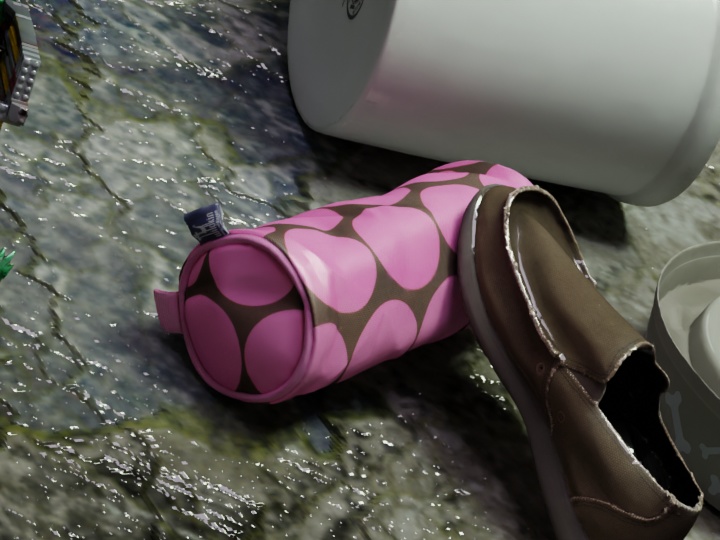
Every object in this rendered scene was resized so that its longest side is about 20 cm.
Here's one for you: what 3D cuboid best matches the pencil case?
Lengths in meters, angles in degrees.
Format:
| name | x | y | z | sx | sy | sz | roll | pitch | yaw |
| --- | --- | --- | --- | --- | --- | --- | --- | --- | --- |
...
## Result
| name | x | y | z | sx | sy | sz | roll | pitch | yaw |
| --- | --- | --- | --- | --- | --- | --- | --- | --- | --- |
| pencil case | 0.000 | 0.000 | 1.270 | 0.093 | 0.091 | 0.199 | -7 | 5 | 40 |

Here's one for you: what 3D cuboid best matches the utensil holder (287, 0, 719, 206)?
| name | x | y | z | sx | sy | sz | roll | pitch | yaw |
| --- | --- | --- | --- | --- | --- | --- | --- | --- | --- |
| utensil holder | 0.081 | -0.133 | 1.445 | 0.199 | 0.171 | 0.170 | 9 | 35 | -23 |

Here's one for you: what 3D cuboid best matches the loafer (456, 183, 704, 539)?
| name | x | y | z | sx | sy | sz | roll | pitch | yaw |
| --- | --- | --- | --- | --- | --- | --- | --- | --- | --- |
| loafer | 0.108 | 0.043 | 1.232 | 0.073 | 0.071 | 0.201 | 3 | 60 | -50 |

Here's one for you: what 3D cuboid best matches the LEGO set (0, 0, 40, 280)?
| name | x | y | z | sx | sy | sz | roll | pitch | yaw |
| --- | --- | --- | --- | --- | --- | --- | --- | --- | --- |
| LEGO set | -0.220 | -0.062 | 1.127 | 0.199 | 0.154 | 0.116 | 25 | 13 | -17 |

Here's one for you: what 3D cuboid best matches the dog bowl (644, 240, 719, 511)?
| name | x | y | z | sx | sy | sz | roll | pitch | yaw |
| --- | --- | --- | --- | --- | --- | --- | --- | --- | --- |
| dog bowl | 0.226 | 0.070 | 1.354 | 0.199 | 0.059 | 0.201 | 19 | 32 | -12 |
